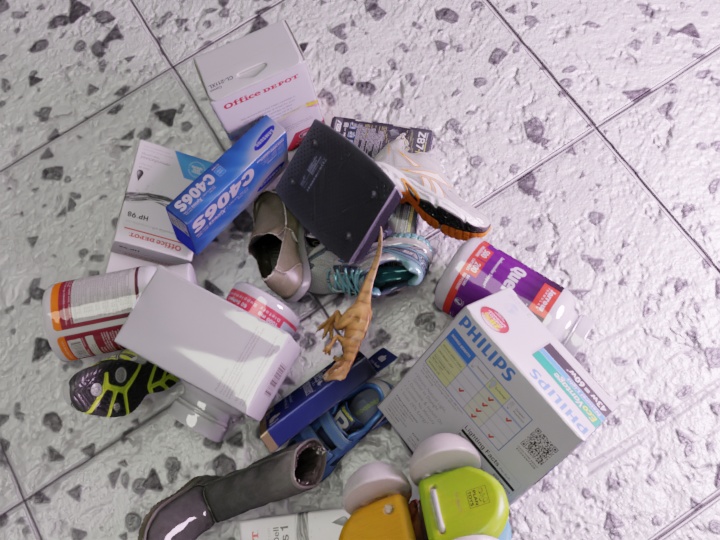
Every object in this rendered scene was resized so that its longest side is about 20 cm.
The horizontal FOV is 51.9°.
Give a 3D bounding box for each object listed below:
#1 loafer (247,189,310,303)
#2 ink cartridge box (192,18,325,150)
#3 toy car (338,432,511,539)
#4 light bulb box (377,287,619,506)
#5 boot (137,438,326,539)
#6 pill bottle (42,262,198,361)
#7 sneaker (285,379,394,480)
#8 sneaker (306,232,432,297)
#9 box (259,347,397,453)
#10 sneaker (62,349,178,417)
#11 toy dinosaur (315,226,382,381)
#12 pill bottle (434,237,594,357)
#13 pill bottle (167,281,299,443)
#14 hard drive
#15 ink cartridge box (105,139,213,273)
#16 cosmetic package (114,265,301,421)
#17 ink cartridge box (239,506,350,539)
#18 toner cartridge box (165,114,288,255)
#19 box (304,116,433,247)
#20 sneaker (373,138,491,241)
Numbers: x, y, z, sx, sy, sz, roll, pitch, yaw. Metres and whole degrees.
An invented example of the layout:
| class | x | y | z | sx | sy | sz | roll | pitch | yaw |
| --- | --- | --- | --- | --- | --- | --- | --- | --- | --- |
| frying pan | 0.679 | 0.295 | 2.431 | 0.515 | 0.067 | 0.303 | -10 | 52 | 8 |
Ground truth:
| class | x | y | z | sx | sy | sz | roll | pitch | yaw |
| --- | --- | --- | --- | --- | --- | --- | --- | --- | --- |
| loafer | -0.122 | -0.048 | 1.059 | 0.075 | 0.069 | 0.201 | -40 | 48 | 22 |
| ink cartridge box | -0.141 | -0.254 | 1.089 | 0.144 | 0.200 | 0.084 | -24 | 70 | -2 |
| toy car | 0.080 | 0.299 | 0.825 | 0.198 | 0.150 | 0.176 | -27 | 39 | 12 |
| light bulb box | 0.162 | 0.165 | 0.900 | 0.199 | 0.124 | 0.201 | 49 | 125 | 18 |
| boot | -0.152 | 0.284 | 0.905 | 0.198 | 0.182 | 0.073 | -16 | 106 | 24 |
| pill bottle | -0.327 | 0.054 | 1.034 | 0.197 | 0.110 | 0.111 | -11 | 70 | -5 |
| sneaker | -0.035 | 0.212 | 0.981 | 0.200 | 0.082 | 0.074 | -41 | 74 | -7 |
| sneaker | 0.000 | 0.000 | 1.023 | 0.198 | 0.078 | 0.087 | -12 | 30 | 17 |
| box | -0.046 | 0.157 | 0.981 | 0.199 | 0.121 | 0.033 | -35 | 95 | -7 |
| sneaker | -0.325 | 0.149 | 0.989 | 0.075 | 0.200 | 0.076 | -2 | 92 | 22 |
| toy dinosaur | -0.002 | 0.056 | 0.958 | 0.060 | 0.106 | 0.202 | 25 | 67 | -22 |
| pill bottle | 0.206 | 0.048 | 0.992 | 0.199 | 0.113 | 0.113 | 32 | 77 | 16 |
| pill bottle | -0.175 | 0.126 | 1.012 | 0.108 | 0.109 | 0.201 | 26 | 76 | 14 |
| hard drive | -0.031 | -0.110 | 1.026 | 0.200 | 0.042 | 0.136 | 44 | 109 | 38 |
| ink cartridge box | -0.296 | -0.075 | 1.094 | 0.115 | 0.067 | 0.203 | 15 | 71 | -20 |
| cosmetic package | -0.190 | 0.092 | 0.926 | 0.198 | 0.081 | 0.114 | 27 | 76 | 14 |
| ink cartridge box | -0.047 | 0.376 | 0.925 | 0.197 | 0.084 | 0.148 | -9 | 70 | 3 |
| toner cartridge box | -0.184 | -0.121 | 1.052 | 0.043 | 0.095 | 0.200 | 37 | 69 | 12 |
| box | 0.016 | -0.124 | 1.107 | 0.159 | 0.049 | 0.202 | 8 | 73 | 11 |
| sneaker | 0.104 | -0.121 | 1.040 | 0.199 | 0.076 | 0.092 | 32 | 72 | 10 |
